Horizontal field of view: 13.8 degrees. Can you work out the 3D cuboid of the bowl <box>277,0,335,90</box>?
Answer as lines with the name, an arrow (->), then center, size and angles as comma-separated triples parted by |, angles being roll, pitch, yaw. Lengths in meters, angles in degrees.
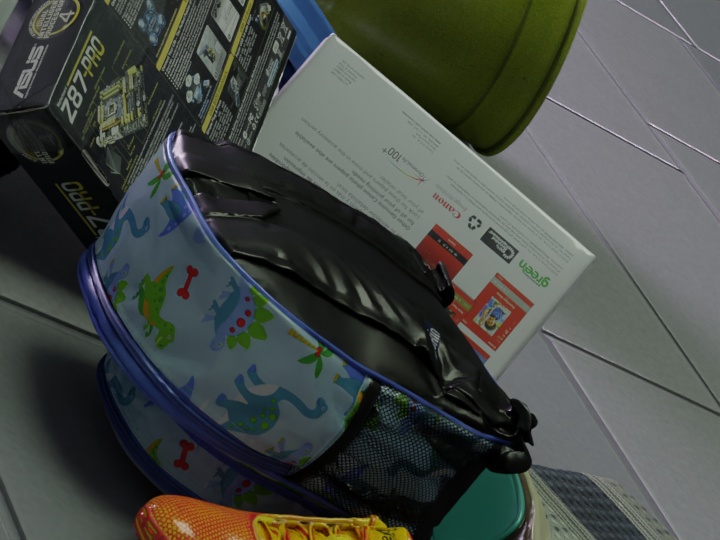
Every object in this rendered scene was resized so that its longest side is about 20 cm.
bowl -> -0.075, -0.172, 1.927 | 0.201, 0.039, 0.201 | 47, -11, 12

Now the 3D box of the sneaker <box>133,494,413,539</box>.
sneaker -> -0.021, 0.138, 1.397 | 0.199, 0.077, 0.073 | 24, 25, -37

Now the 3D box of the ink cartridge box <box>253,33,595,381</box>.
ink cartridge box -> 0.000, 0.000, 1.703 | 0.200, 0.176, 0.084 | 41, -13, 2

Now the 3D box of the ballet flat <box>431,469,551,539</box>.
ballet flat -> 0.077, 0.166, 1.566 | 0.069, 0.070, 0.200 | 33, 21, -19

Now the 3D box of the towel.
towel -> 0.159, 0.188, 1.722 | 0.200, 0.035, 0.192 | 47, 16, 28

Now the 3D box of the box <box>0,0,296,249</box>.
box -> -0.112, -0.106, 1.592 | 0.161, 0.049, 0.201 | 56, 41, -42

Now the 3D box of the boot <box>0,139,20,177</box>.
boot -> -0.268, -0.130, 1.536 | 0.199, 0.077, 0.168 | 19, 29, -40

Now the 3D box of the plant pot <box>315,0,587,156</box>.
plant pot -> 0.045, -0.213, 2.213 | 0.192, 0.201, 0.201 | 21, 23, -15

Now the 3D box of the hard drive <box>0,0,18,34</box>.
hard drive -> -0.226, -0.228, 1.674 | 0.132, 0.201, 0.027 | 31, -9, -25

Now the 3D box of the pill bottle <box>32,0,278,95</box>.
pill bottle -> -0.134, -0.150, 1.796 | 0.112, 0.112, 0.200 | 24, 24, -40

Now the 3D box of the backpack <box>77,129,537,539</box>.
backpack -> -0.046, 0.043, 1.454 | 0.200, 0.147, 0.183 | 33, 15, -34
